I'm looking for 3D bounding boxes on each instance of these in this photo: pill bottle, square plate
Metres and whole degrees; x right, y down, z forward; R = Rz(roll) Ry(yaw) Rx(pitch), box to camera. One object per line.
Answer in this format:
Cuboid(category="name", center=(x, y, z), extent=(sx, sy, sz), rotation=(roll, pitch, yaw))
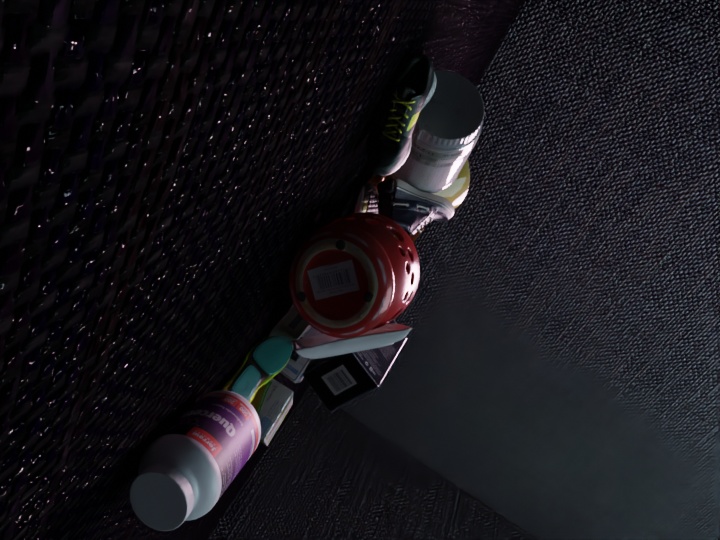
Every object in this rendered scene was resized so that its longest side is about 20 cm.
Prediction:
Cuboid(category="pill bottle", center=(-0.216, 0.248, 0.767), extent=(0.113, 0.111, 0.200), rotation=(-60, 176, 16))
Cuboid(category="square plate", center=(-0.022, 0.125, 1.023), extent=(0.198, 0.196, 0.029), rotation=(158, -77, -81))

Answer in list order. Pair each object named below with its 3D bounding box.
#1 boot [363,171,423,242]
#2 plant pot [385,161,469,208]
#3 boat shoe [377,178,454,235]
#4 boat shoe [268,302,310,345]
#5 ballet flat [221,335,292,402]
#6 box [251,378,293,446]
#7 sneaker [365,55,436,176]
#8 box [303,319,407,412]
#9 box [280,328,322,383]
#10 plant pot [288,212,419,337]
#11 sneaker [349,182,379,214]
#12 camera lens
Cuboid(category="boot", center=(0.062, -0.120, 1.194), extent=(0.077, 0.154, 0.201), rotation=(-54, 174, -36))
Cuboid(category="plant pot", center=(0.118, -0.204, 1.261), extent=(0.141, 0.200, 0.201), rotation=(-27, 155, -40))
Cuboid(category="boat shoe", center=(0.107, -0.104, 1.123), extent=(0.074, 0.198, 0.095), rotation=(-13, -111, 49))
Cuboid(category="boat shoe", center=(-0.104, 0.073, 1.126), extent=(0.201, 0.070, 0.072), rotation=(-45, -171, 16))
Cuboid(category="ballet flat", center=(-0.193, 0.183, 1.023), extent=(0.067, 0.067, 0.200), rotation=(-36, -173, 32))
Cuboid(category="box", center=(-0.209, 0.286, 1.198), extent=(0.113, 0.100, 0.200), rotation=(-57, 176, -21))
Cuboid(category="sneaker", center=(0.058, -0.249, 0.907), extent=(0.085, 0.073, 0.203), rotation=(48, 64, -80))
Cuboid(category="box", center=(-0.007, 0.183, 1.239), extent=(0.147, 0.105, 0.200), rotation=(-34, -174, 33))
Cuboid(category="box", center=(-0.101, 0.139, 1.233), extent=(0.201, 0.060, 0.117), rotation=(-56, 174, -9))
Cuboid(category="plant pot", center=(-0.012, 0.011, 0.961), extent=(0.202, 0.199, 0.182), rotation=(-60, 171, 18))
Cuboid(category="sneaker", center=(-0.019, -0.070, 1.112), extent=(0.074, 0.084, 0.204), rotation=(2, 100, -57))
Cuboid(category="camera lens", center=(0.135, -0.253, 1.088), extent=(0.161, 0.159, 0.200), rotation=(-57, 175, -22))
